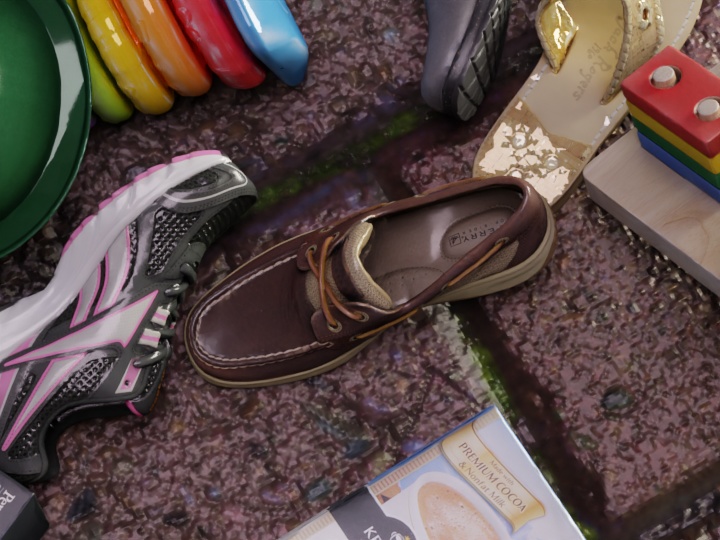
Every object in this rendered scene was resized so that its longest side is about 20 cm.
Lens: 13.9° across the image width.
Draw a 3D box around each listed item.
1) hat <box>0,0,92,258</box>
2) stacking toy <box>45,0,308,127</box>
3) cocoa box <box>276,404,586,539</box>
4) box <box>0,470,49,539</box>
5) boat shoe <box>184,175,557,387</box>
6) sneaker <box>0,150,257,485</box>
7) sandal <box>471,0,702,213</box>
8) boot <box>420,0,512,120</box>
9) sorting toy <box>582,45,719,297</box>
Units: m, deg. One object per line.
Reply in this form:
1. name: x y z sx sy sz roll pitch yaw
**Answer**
1. hat: -0.233 -0.082 1.407 0.165 0.176 0.200 -3 81 13
2. stacking toy: -0.137 -0.111 1.525 0.200 0.116 0.110 -28 79 6
3. cocoa box: 0.062 0.190 1.398 0.131 0.133 0.200 -31 75 -10
4. box: -0.268 0.158 1.442 0.141 0.079 0.200 34 76 8
5. boat shoe: 0.000 0.000 1.482 0.200 0.072 0.072 -18 74 6
6. sneaker: -0.121 0.030 1.485 0.200 0.080 0.086 -44 77 1
7. sandal: 0.123 -0.122 1.530 0.078 0.070 0.212 27 75 8
8. boot: 0.018 -0.174 1.556 0.131 0.070 0.200 9 62 6
9. sorting toy: 0.239 -0.073 1.464 0.200 0.070 0.199 -37 46 -13
